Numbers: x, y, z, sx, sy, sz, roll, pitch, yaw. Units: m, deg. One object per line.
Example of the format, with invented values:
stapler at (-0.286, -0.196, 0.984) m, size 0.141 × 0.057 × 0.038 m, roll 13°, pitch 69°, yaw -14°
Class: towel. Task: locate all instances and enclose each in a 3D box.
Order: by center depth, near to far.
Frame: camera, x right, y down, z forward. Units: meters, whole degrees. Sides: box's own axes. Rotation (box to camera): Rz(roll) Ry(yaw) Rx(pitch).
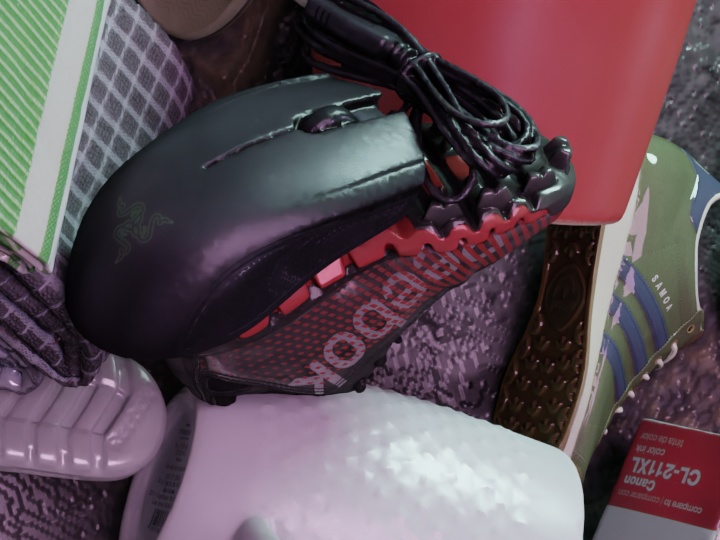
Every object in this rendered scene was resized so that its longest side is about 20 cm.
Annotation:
towel at (-0.169, -0.105, 1.039) m, size 0.200 × 0.023 × 0.153 m, roll 41°, pitch 50°, yaw -45°
towel at (-0.158, -0.067, 1.143) m, size 0.200 × 0.085 × 0.166 m, roll 48°, pitch 46°, yaw -40°

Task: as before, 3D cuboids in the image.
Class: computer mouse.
computer mouse at (-0.039, -0.044, 1.112) m, size 0.200 × 0.138 × 0.053 m, roll -38°, pitch 146°, yaw -20°

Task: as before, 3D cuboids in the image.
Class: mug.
mug at (-0.005, 0.126, 1.203) m, size 0.175 × 0.200 × 0.148 m, roll 21°, pitch 96°, yaw -16°

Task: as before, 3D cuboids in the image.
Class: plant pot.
plant pot at (0.062, -0.118, 1.250) m, size 0.200 × 0.200 × 0.178 m, roll 5°, pitch 97°, yaw -24°

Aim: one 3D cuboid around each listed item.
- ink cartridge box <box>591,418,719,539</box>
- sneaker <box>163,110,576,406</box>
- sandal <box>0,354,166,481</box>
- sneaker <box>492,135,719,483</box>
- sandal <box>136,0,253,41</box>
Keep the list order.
ink cartridge box at (0.167, 0.194, 1.321) m, size 0.146 × 0.083 × 0.201 m, roll 33°, pitch 76°, yaw -37°
sneaker at (0.000, 0.000, 1.168) m, size 0.200 × 0.071 × 0.098 m, roll -22°, pitch 135°, yaw -6°
sandal at (-0.186, 0.055, 1.200) m, size 0.202 × 0.050 × 0.083 m, roll 19°, pitch 60°, yaw -7°
sneaker at (0.128, 0.032, 1.333) m, size 0.090 × 0.067 × 0.201 m, roll 14°, pitch 87°, yaw -30°
sandal at (-0.067, -0.190, 1.206) m, size 0.080 × 0.201 × 0.057 m, roll 33°, pitch 38°, yaw 18°
